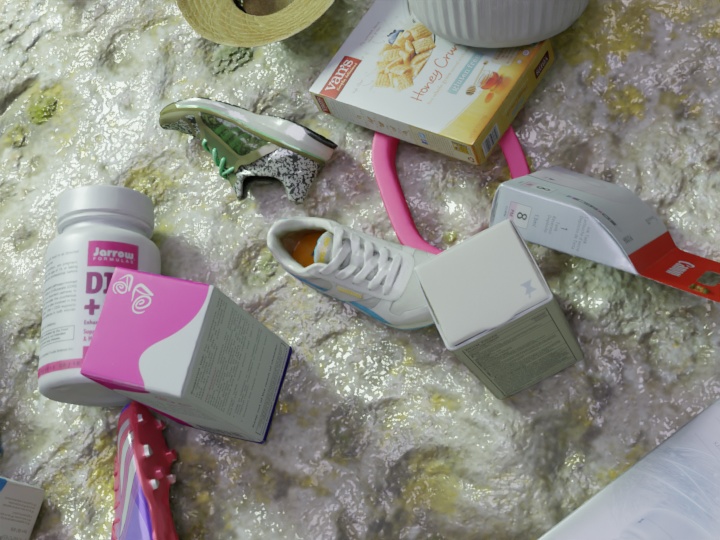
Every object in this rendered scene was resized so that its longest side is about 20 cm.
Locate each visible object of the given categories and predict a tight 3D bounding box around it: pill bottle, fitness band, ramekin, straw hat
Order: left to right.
[{"bbox_3d":[-0.254,0.025,1.161,0.113,0.113,0.200,-7,70,14],"label":"pill bottle"},{"bbox_3d":[-0.089,-0.295,1.234,0.201,0.085,0.201,-5,66,12],"label":"straw hat"},{"bbox_3d":[0.089,-0.089,1.138,0.143,0.037,0.200,-23,66,9],"label":"fitness band"},{"bbox_3d":[0.131,-0.296,1.120,0.200,0.105,0.200,-3,39,3],"label":"ramekin"}]

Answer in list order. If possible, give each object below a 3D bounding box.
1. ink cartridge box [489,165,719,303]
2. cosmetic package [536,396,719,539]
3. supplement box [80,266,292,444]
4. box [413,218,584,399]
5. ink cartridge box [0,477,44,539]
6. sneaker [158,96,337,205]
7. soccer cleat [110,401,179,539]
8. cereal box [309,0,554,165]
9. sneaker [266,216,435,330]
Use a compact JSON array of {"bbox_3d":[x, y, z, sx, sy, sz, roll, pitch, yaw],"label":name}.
[{"bbox_3d":[0.230,-0.037,1.012,0.200,0.163,0.057,15,106,23],"label":"ink cartridge box"},{"bbox_3d":[0.274,0.244,0.926,0.200,0.123,0.199,-39,66,3],"label":"cosmetic package"},{"bbox_3d":[-0.150,0.081,1.064,0.101,0.200,0.103,11,76,19],"label":"supplement box"},{"bbox_3d":[0.122,0.039,0.996,0.095,0.200,0.078,-27,67,7],"label":"box"},{"bbox_3d":[-0.394,0.281,1.093,0.084,0.145,0.200,11,75,21],"label":"ink cartridge box"},{"bbox_3d":[-0.126,-0.118,1.197,0.200,0.077,0.089,16,86,23],"label":"sneaker"},{"bbox_3d":[-0.210,0.223,1.112,0.076,0.067,0.200,-22,70,14],"label":"soccer cleat"},{"bbox_3d":[0.067,-0.191,1.148,0.200,0.040,0.144,23,68,31],"label":"cereal box"},{"bbox_3d":[0.000,0.000,1.091,0.200,0.081,0.077,14,79,35],"label":"sneaker"}]
